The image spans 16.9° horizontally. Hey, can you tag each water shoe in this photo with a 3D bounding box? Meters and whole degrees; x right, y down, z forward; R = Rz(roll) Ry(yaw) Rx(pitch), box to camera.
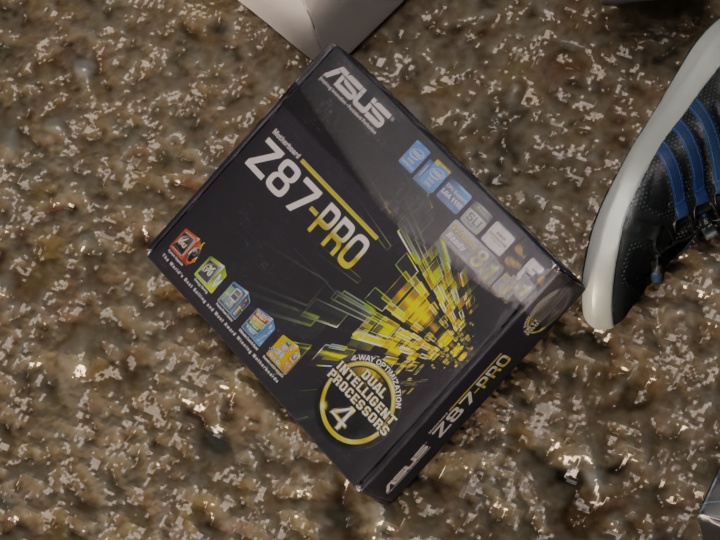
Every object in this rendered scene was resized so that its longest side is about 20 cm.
[{"bbox_3d":[0.187,-0.050,1.309,0.079,0.072,0.200,24,73,17],"label":"water shoe"}]

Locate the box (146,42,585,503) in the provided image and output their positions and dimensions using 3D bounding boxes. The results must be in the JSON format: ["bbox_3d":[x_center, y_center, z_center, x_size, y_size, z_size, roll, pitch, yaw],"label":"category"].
[{"bbox_3d":[0.000,0.000,1.315,0.161,0.049,0.200,-46,62,6],"label":"box"}]

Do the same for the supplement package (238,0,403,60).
[{"bbox_3d":[0.000,-0.242,1.416,0.200,0.121,0.120,-45,64,-12],"label":"supplement package"}]

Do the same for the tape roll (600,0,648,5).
[{"bbox_3d":[0.155,-0.249,1.341,0.066,0.200,0.201,-6,63,10],"label":"tape roll"}]

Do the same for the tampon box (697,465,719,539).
[{"bbox_3d":[0.251,0.109,1.141,0.126,0.200,0.150,21,71,21],"label":"tampon box"}]
